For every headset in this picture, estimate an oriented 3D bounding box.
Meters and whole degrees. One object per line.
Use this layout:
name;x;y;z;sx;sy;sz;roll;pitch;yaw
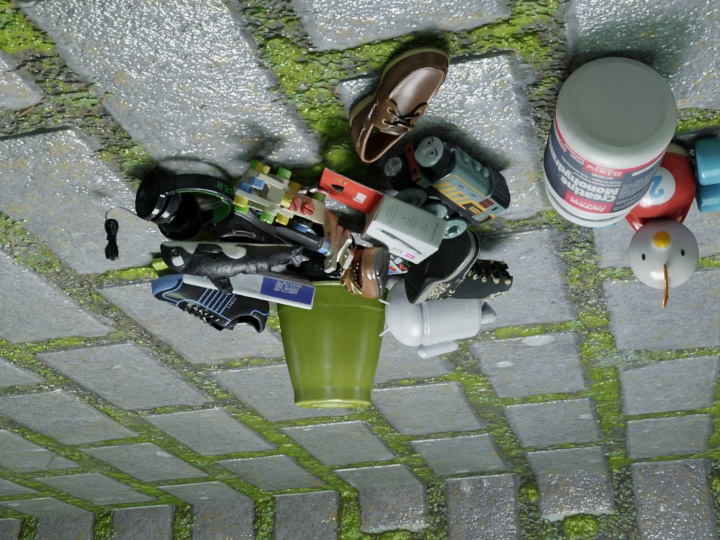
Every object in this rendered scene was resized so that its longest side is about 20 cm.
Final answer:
headset;-0.268;-0.074;1.552;0.198;0.095;0.124;-11;155;18

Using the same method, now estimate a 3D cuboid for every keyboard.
keyboard;-0.026;-0.005;1.812;0.103;0.040;0.199;-1;172;32

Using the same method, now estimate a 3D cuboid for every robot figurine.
robot figurine;0.125;0.062;1.857;0.197;0.172;0.113;-9;-162;-12

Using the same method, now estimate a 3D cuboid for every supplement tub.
supplement tub;0.295;-0.150;1.355;0.138;0.142;0.200;-2;157;1

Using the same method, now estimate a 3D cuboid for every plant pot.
plant pot;-0.047;0.132;1.887;0.197;0.196;0.201;-1;168;0

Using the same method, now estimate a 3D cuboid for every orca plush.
orca plush;-0.179;-0.003;1.565;0.197;0.072;0.105;0;-176;-21

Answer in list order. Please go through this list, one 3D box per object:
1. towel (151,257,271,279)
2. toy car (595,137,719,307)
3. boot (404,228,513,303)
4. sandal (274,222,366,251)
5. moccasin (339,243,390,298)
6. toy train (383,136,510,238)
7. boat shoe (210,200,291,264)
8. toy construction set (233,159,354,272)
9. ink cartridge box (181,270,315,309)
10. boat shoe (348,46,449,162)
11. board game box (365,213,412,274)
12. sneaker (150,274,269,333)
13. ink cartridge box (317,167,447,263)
towel;-0.240;0.008;1.845;0.197;0.023;0.144;0;158;-5
toy car;0.406;-0.053;1.515;0.182;0.203;0.177;-8;157;14
boot;0.171;-0.007;1.703;0.152;0.074;0.204;0;156;-25
sandal;-0.042;-0.049;1.682;0.198;0.046;0.075;16;172;-30
moccasin;0.000;-0.002;1.609;0.077;0.075;0.201;12;178;-3
toy train;0.117;-0.117;1.510;0.113;0.086;0.199;-29;145;25
boat shoe;-0.159;-0.039;1.679;0.069;0.067;0.200;-10;156;20
toy construction set;-0.088;-0.082;1.509;0.199;0.093;0.131;37;171;-25
ink cartridge box;-0.175;0.012;1.712;0.197;0.041;0.200;12;-179;-11
boat shoe;0.048;-0.193;1.326;0.071;0.068;0.200;9;155;-24
board game box;0.081;-0.051;1.711;0.124;0.035;0.200;-5;157;6
sneaker;-0.244;0.056;1.827;0.197;0.079;0.070;5;157;-17
ink cartridge box;0.019;-0.070;1.501;0.172;0.044;0.200;23;174;-3
